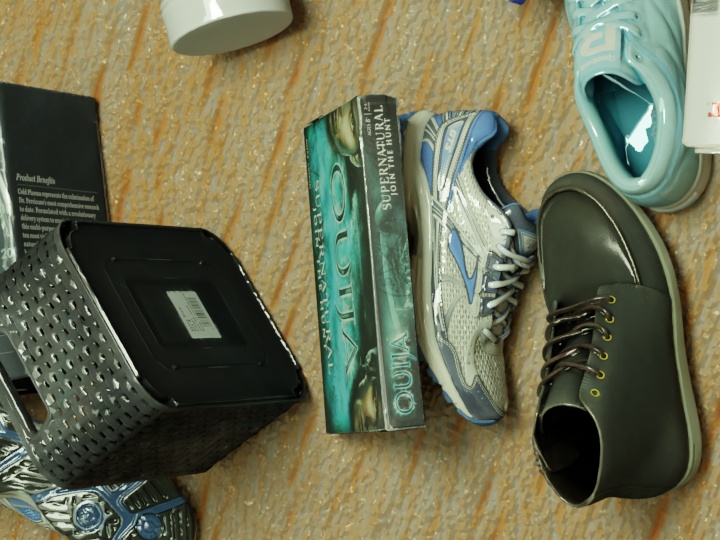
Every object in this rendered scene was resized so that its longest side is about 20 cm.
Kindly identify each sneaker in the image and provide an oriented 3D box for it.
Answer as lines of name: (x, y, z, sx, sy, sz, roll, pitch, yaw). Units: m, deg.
sneaker: (0.136, 0.037, 1.257, 0.075, 0.106, 0.201, -24, 79, 36)
sneaker: (0.156, -0.134, 1.270, 0.074, 0.082, 0.201, -22, 79, 24)
sneaker: (0.072, -0.006, 1.317, 0.085, 0.077, 0.201, -12, 85, 19)
sneaker: (-0.199, 0.139, 1.456, 0.199, 0.077, 0.076, 26, 85, 7)

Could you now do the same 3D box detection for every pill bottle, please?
pill bottle: (-0.108, -0.247, 1.391, 0.112, 0.112, 0.201, -18, 80, 25)

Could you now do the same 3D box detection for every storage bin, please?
storage bin: (-0.138, 0.051, 1.350, 0.094, 0.200, 0.136, -38, 73, 22)

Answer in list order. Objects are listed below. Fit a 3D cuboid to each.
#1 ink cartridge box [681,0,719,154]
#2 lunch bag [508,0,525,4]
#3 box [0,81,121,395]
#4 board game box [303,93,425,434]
ink cartridge box: (0.267, -0.161, 1.212, 0.145, 0.084, 0.201, 5, 91, 27)
lunch bag: (0.076, -0.281, 1.287, 0.200, 0.124, 0.170, 46, 109, 24)
box: (-0.281, -0.011, 1.470, 0.199, 0.124, 0.198, -10, 82, 26)
board game box: (0.000, 0.000, 1.329, 0.028, 0.135, 0.201, -4, 86, -16)
